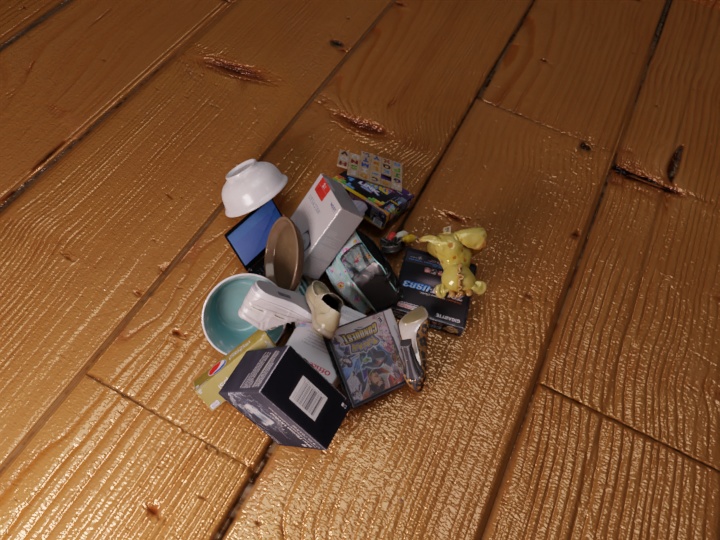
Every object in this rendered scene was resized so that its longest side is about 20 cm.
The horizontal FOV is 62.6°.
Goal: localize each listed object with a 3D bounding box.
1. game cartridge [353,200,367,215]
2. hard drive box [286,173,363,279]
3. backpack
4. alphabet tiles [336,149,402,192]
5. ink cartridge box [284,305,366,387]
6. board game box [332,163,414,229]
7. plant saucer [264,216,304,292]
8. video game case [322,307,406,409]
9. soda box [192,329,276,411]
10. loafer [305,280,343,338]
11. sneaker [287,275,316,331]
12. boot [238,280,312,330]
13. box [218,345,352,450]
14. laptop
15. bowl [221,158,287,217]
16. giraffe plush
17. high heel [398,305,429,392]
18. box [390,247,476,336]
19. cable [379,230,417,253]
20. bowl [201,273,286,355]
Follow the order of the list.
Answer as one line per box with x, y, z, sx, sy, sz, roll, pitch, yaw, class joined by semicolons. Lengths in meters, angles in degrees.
-0.090;-0.143;1.596;0.198;0.041;0.134;12;53;44;game cartridge
-0.101;-0.108;1.459;0.076;0.201;0.157;21;26;-39;hard drive box
0.000;0.000;1.487;0.152;0.176;0.202;-32;48;10;backpack
0.029;-0.301;1.726;0.197;0.008;0.168;17;37;-8;alphabet tiles
-0.089;0.178;1.416;0.143;0.085;0.201;24;56;11;ink cartridge box
0.029;-0.214;1.670;0.198;0.057;0.165;33;41;15;board game box
-0.185;-0.029;1.440;0.029;0.201;0.202;3;53;-31;plant saucer
0.025;0.200;1.378;0.198;0.025;0.183;-16;81;-34;video game case
-0.279;0.221;1.342;0.199;0.068;0.064;-38;110;-11;soda box
-0.076;0.078;1.351;0.075;0.068;0.201;34;17;-27;loafer
-0.142;0.057;1.499;0.092;0.070;0.203;7;63;-24;sneaker
-0.183;0.098;1.361;0.198;0.096;0.074;26;21;-30;boot
-0.159;0.268;1.238;0.197;0.199;0.118;46;57;-20;box
-0.220;-0.063;1.550;0.199;0.104;0.177;35;61;17;laptop
-0.303;-0.238;1.604;0.198;0.091;0.202;-24;28;13;bowl
0.243;-0.011;1.479;0.170;0.199;0.165;-13;79;23;giraffe plush
0.136;0.186;1.421;0.070;0.145;0.201;-5;27;21;high heel
0.191;0.051;1.547;0.197;0.050;0.201;15;56;6;box
0.082;-0.080;1.563;0.095;0.200;0.051;8;98;19;cable
-0.281;0.095;1.410;0.198;0.204;0.105;-18;18;-16;bowl
